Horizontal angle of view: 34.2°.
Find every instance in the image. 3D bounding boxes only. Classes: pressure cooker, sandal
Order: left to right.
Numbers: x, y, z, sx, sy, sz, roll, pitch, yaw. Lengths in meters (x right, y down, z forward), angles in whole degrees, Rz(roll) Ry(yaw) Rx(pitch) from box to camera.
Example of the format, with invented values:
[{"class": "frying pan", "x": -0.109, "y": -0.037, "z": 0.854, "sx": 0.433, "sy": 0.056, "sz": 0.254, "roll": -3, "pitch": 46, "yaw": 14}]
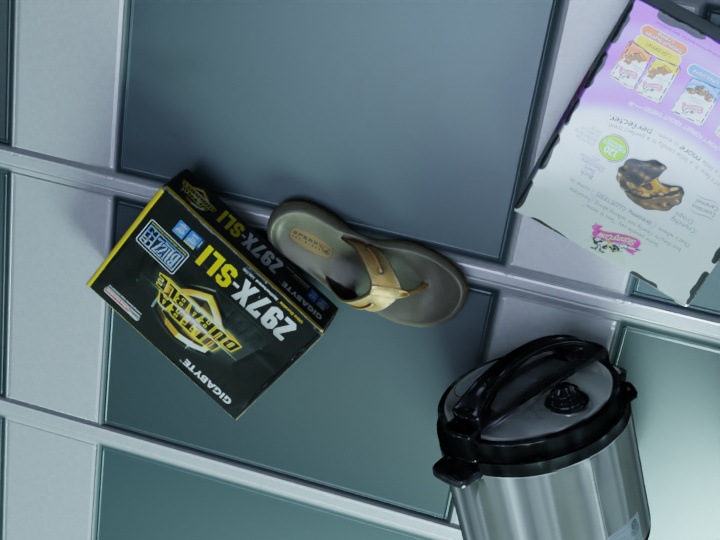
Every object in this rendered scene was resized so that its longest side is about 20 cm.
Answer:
[{"class": "sandal", "x": 0.000, "y": 0.000, "z": 1.073, "sx": 0.199, "sy": 0.054, "sz": 0.081, "roll": 25, "pitch": 116, "yaw": 4}, {"class": "pressure cooker", "x": 0.160, "y": 0.159, "z": 1.027, "sx": 0.177, "sy": 0.176, "sz": 0.201, "roll": -9, "pitch": 113, "yaw": 15}]

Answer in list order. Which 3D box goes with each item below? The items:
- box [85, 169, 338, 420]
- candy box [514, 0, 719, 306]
[{"class": "box", "x": -0.142, "y": 0.026, "z": 1.116, "sx": 0.200, "sy": 0.049, "sz": 0.160, "roll": 43, "pitch": 124, "yaw": -4}, {"class": "candy box", "x": 0.246, "y": -0.100, "z": 0.954, "sx": 0.167, "sy": 0.072, "sz": 0.201, "roll": 29, "pitch": 116, "yaw": 2}]
